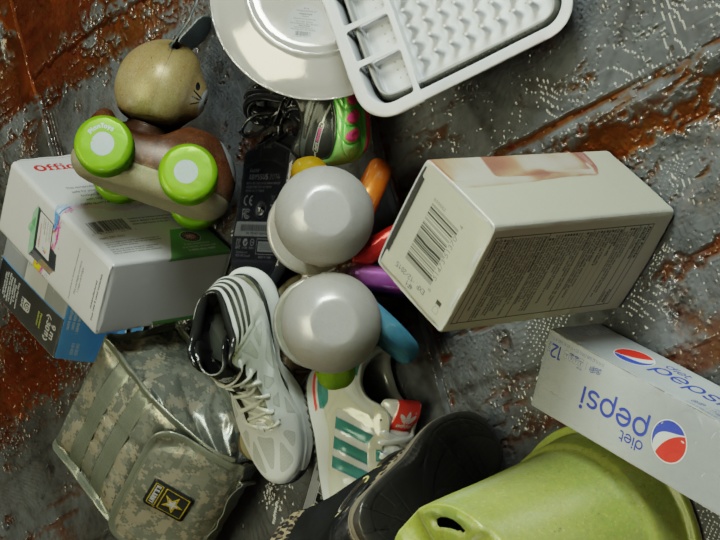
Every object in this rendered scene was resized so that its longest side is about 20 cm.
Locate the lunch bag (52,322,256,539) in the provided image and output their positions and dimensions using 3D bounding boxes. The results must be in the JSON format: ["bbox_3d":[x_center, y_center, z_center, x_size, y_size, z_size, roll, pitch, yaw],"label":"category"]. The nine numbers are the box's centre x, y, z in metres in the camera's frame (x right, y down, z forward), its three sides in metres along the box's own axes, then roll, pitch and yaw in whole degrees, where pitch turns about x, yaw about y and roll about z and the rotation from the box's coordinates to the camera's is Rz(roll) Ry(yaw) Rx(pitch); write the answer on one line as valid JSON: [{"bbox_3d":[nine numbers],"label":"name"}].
[{"bbox_3d":[-0.196,0.182,1.817,0.200,0.117,0.164,49,127,25],"label":"lunch bag"}]

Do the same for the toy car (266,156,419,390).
[{"bbox_3d":[0.000,0.000,1.557,0.175,0.150,0.201,156,111,-83],"label":"toy car"}]

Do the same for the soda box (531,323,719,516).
[{"bbox_3d":[0.225,0.109,1.374,0.200,0.063,0.068,29,114,42],"label":"soda box"}]

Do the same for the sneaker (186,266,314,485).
[{"bbox_3d":[-0.108,0.105,1.610,0.075,0.115,0.201,-10,97,27],"label":"sneaker"}]

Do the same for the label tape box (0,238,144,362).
[{"bbox_3d":[-0.308,0.013,1.955,0.200,0.066,0.144,42,124,39],"label":"label tape box"}]

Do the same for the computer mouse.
[{"bbox_3d":[-0.067,-0.071,1.693,0.138,0.053,0.201,10,90,49],"label":"computer mouse"}]

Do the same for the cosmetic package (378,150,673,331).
[{"bbox_3d":[0.125,-0.026,1.367,0.087,0.200,0.104,48,126,34],"label":"cosmetic package"}]

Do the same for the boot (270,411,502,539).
[{"bbox_3d":[0.018,0.194,1.510,0.150,0.200,0.073,-33,93,42],"label":"boot"}]

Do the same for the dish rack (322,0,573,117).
[{"bbox_3d":[0.070,-0.230,1.479,0.200,0.044,0.172,-25,74,23],"label":"dish rack"}]

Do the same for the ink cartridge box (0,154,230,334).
[{"bbox_3d":[-0.249,-0.032,1.822,0.200,0.145,0.084,42,126,37],"label":"ink cartridge box"}]

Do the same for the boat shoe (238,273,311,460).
[{"bbox_3d":[-0.059,0.099,1.692,0.064,0.071,0.200,29,122,32],"label":"boat shoe"}]

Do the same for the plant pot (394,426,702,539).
[{"bbox_3d":[0.130,0.230,1.405,0.200,0.184,0.201,9,102,47],"label":"plant pot"}]

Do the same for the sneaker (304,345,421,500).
[{"bbox_3d":[0.014,0.157,1.599,0.093,0.070,0.200,-33,58,35],"label":"sneaker"}]

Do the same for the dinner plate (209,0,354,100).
[{"bbox_3d":[-0.034,-0.244,1.555,0.200,0.024,0.201,-2,79,10],"label":"dinner plate"}]

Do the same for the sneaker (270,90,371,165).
[{"bbox_3d":[-0.043,-0.189,1.601,0.084,0.077,0.201,-11,74,19],"label":"sneaker"}]

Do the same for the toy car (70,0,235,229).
[{"bbox_3d":[-0.174,-0.159,1.731,0.164,0.157,0.200,104,-176,-82],"label":"toy car"}]

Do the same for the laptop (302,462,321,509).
[{"bbox_3d":[-0.035,0.277,1.645,0.187,0.116,0.200,36,120,39],"label":"laptop"}]
